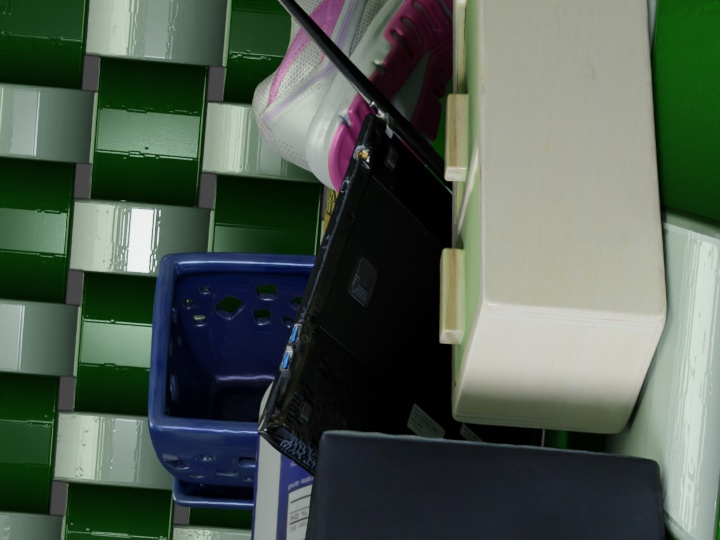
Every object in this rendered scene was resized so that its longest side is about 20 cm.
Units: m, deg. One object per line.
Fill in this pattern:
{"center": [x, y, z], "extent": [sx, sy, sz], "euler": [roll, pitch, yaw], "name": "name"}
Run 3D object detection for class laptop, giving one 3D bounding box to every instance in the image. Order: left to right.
{"center": [0.000, 0.000, 0.884], "extent": [0.177, 0.103, 0.201], "euler": [41, -119, -50], "name": "laptop"}

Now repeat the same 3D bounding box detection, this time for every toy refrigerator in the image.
{"center": [0.066, -0.047, 0.811], "extent": [0.076, 0.070, 0.201], "euler": [101, 172, -55], "name": "toy refrigerator"}

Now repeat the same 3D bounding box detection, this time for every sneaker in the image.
{"center": [0.015, -0.124, 1.038], "extent": [0.200, 0.088, 0.082], "euler": [-53, -41, -23], "name": "sneaker"}

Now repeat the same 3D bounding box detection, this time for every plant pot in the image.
{"center": [-0.090, 0.114, 2.064], "extent": [0.180, 0.199, 0.201], "euler": [90, -179, -54], "name": "plant pot"}

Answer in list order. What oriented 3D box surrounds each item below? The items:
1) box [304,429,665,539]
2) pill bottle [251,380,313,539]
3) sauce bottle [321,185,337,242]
{"center": [0.030, 0.192, 0.717], "extent": [0.201, 0.117, 0.197], "euler": [-88, 4, -45], "name": "box"}
{"center": [0.001, 0.153, 1.168], "extent": [0.120, 0.119, 0.201], "euler": [99, 174, -51], "name": "pill bottle"}
{"center": [0.006, -0.085, 1.779], "extent": [0.066, 0.066, 0.201], "euler": [-94, 8, -65], "name": "sauce bottle"}
